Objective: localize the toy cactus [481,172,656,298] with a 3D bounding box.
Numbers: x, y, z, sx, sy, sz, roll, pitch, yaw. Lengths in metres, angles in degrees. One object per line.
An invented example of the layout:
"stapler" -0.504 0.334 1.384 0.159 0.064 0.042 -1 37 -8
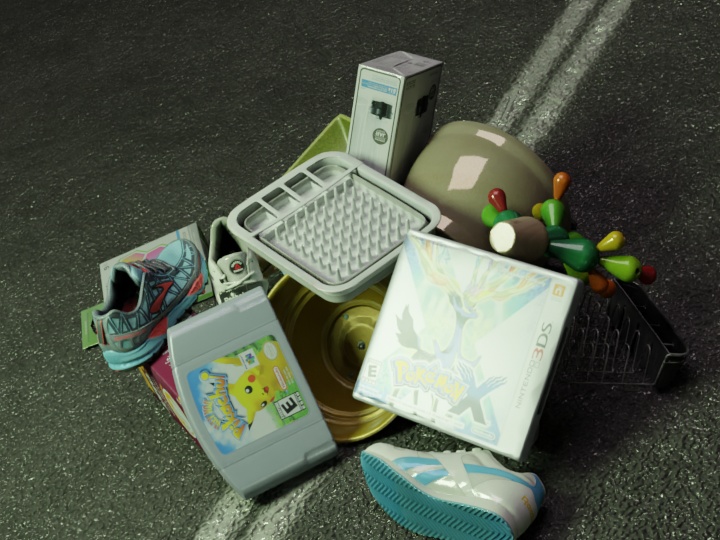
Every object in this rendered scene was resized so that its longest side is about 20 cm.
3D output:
"toy cactus" 0.194 -0.037 1.491 0.200 0.103 0.164 37 20 32

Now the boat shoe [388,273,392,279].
"boat shoe" 0.028 -0.030 1.809 0.064 0.071 0.200 -35 15 20

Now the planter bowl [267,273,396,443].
"planter bowl" -0.012 0.085 1.612 0.199 0.203 0.083 -7 -2 24

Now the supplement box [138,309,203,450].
"supplement box" -0.187 0.126 1.677 0.085 0.111 0.200 -34 33 -15

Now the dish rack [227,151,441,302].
"dish rack" -0.027 -0.042 1.570 0.171 0.044 0.199 -34 45 -26

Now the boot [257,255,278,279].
"boot" -0.085 -0.038 1.806 0.155 0.073 0.200 -36 24 8

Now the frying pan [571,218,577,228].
"frying pan" 0.157 -0.064 1.786 0.189 0.115 0.031 31 47 -2

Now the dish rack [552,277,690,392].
"dish rack" 0.218 0.064 1.497 0.198 0.055 0.154 3 28 -17

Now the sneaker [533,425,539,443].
"sneaker" 0.126 0.131 1.521 0.111 0.074 0.200 -15 24 18

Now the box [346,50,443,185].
"box" 0.033 -0.145 1.704 0.060 0.202 0.117 17 24 22

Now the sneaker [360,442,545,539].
"sneaker" 0.086 0.211 1.424 0.199 0.077 0.081 17 42 37

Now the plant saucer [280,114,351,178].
"plant saucer" -0.031 -0.099 1.935 0.200 0.048 0.200 -48 36 -8

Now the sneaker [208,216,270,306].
"sneaker" -0.143 0.026 1.717 0.074 0.089 0.201 -21 59 -4

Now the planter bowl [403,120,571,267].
"planter bowl" 0.121 -0.050 1.660 0.199 0.201 0.135 10 46 41

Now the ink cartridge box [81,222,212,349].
"ink cartridge box" -0.292 0.020 1.947 0.198 0.060 0.104 -23 32 0

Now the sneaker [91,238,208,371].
"sneaker" -0.241 0.019 1.672 0.079 0.096 0.201 -6 37 28

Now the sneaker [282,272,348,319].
"sneaker" 0.000 0.000 1.666 0.199 0.131 0.080 2 48 37

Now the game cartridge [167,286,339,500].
"game cartridge" -0.122 0.133 1.555 0.132 0.201 0.040 -25 -5 -10

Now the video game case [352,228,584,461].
"video game case" 0.103 0.070 1.443 0.199 0.022 0.184 18 88 32
